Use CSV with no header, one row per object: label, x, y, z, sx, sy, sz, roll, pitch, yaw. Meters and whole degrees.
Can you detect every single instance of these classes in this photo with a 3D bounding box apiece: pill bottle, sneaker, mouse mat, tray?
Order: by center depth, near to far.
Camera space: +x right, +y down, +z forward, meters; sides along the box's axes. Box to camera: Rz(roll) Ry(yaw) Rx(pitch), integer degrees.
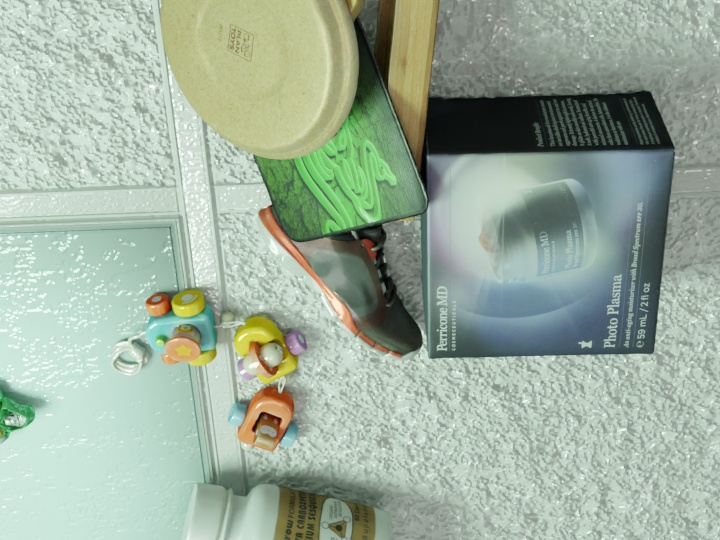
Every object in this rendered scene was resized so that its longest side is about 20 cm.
mouse mat,-0.038,-0.124,1.021,0.161,0.008,0.200,-12,106,41
tray,0.032,-0.151,1.024,0.037,0.099,0.200,0,122,-6
sneaker,0.000,0.000,1.133,0.082,0.077,0.200,-40,114,15
pill bottle,-0.077,0.276,1.276,0.200,0.114,0.115,14,120,-8

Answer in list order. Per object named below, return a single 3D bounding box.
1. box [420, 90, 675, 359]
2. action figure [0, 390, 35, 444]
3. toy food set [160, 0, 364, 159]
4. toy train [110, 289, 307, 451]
box,0.150,-0.036,1.082,0.198,0.123,0.200,-1,121,3
action figure,-0.415,0.150,1.239,0.200,0.055,0.118,-8,118,0
toy food set,-0.079,-0.183,0.984,0.198,0.049,0.200,14,122,32
toy train,-0.133,0.104,1.206,0.200,0.056,0.150,27,117,-16
